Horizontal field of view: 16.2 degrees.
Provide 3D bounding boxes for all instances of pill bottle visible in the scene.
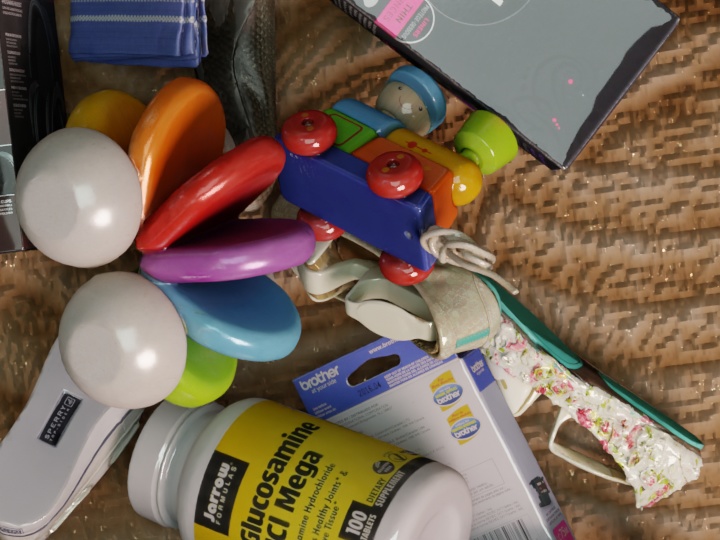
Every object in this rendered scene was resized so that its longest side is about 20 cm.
[{"bbox_3d":[-0.041,0.146,1.579,0.200,0.112,0.113,18,92,26],"label":"pill bottle"}]

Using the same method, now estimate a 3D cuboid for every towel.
[{"bbox_3d":[-0.135,-0.228,1.595,0.024,0.145,0.201,4,92,-38],"label":"towel"}]

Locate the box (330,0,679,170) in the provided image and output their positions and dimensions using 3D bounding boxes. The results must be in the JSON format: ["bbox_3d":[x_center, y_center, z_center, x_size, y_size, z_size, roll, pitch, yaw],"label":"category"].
[{"bbox_3d":[0.084,-0.168,1.597,0.200,0.106,0.122,37,91,-1],"label":"box"}]

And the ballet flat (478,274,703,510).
[{"bbox_3d":[0.129,0.082,1.622,0.200,0.076,0.064,38,99,2],"label":"ballet flat"}]

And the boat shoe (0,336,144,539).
[{"bbox_3d":[-0.174,0.092,1.625,0.071,0.070,0.200,25,67,11],"label":"boat shoe"}]

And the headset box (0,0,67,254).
[{"bbox_3d":[-0.236,-0.109,1.578,0.077,0.149,0.201,-5,91,7],"label":"headset box"}]

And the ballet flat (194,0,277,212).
[{"bbox_3d":[-0.077,-0.137,1.634,0.067,0.046,0.201,-7,85,32],"label":"ballet flat"}]

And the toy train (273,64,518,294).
[{"bbox_3d":[0.053,-0.052,1.518,0.200,0.085,0.116,27,53,35],"label":"toy train"}]

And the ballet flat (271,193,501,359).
[{"bbox_3d":[0.000,0.000,1.573,0.062,0.200,0.068,-31,129,-34],"label":"ballet flat"}]

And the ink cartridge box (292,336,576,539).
[{"bbox_3d":[0.052,0.133,1.619,0.119,0.042,0.200,-27,93,26],"label":"ink cartridge box"}]

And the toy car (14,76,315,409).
[{"bbox_3d":[-0.099,-0.019,1.524,0.150,0.175,0.201,-13,97,29],"label":"toy car"}]
